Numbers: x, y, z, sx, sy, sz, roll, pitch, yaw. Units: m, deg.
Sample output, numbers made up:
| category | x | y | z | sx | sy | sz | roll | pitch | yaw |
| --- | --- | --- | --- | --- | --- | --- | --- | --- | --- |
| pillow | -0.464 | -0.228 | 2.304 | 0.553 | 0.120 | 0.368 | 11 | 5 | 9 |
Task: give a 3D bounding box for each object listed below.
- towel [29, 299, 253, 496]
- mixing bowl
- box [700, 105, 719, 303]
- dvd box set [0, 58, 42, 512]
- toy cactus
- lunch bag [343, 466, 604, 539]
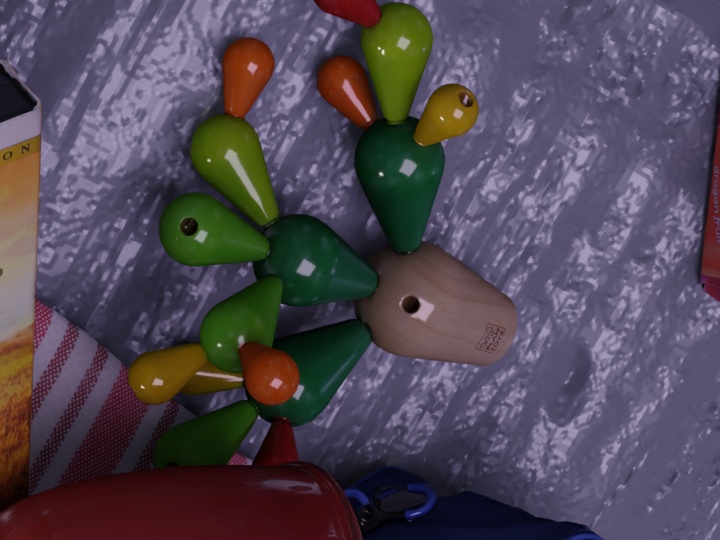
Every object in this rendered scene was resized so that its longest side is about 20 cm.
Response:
| category | x | y | z | sx | sy | sz | roll | pitch | yaw |
| --- | --- | --- | --- | --- | --- | --- | --- | --- | --- |
| towel | -0.140 | 0.085 | 0.763 | 0.200 | 0.030 | 0.147 | 40 | 73 | -31 |
| mixing bowl | -0.088 | 0.146 | 0.680 | 0.108 | 0.200 | 0.201 | 19 | 102 | -23 |
| box | 0.252 | -0.031 | 0.859 | 0.199 | 0.095 | 0.103 | -5 | 113 | -21 |
| dvd box set | -0.167 | 0.040 | 0.636 | 0.146 | 0.029 | 0.201 | -25 | 144 | -32 |
| toy cactus | 0.000 | 0.000 | 0.775 | 0.164 | 0.102 | 0.201 | 20 | 88 | -40 |
| lunch bag | 0.021 | 0.176 | 0.819 | 0.136 | 0.132 | 0.201 | -28 | 116 | -39 |
